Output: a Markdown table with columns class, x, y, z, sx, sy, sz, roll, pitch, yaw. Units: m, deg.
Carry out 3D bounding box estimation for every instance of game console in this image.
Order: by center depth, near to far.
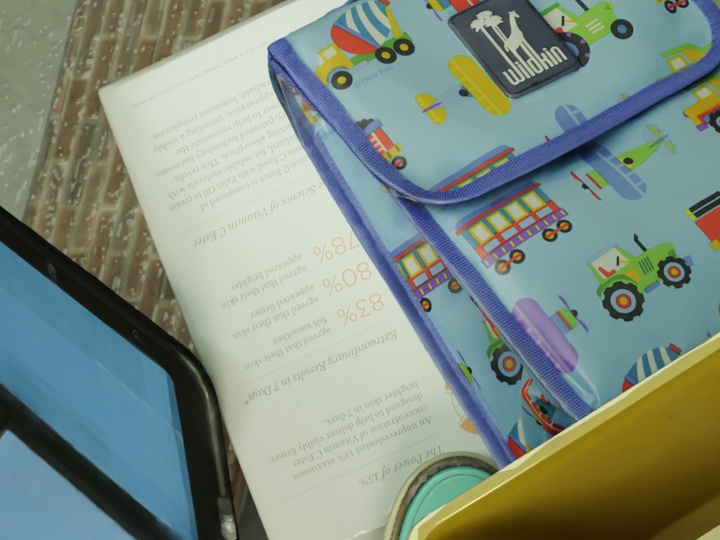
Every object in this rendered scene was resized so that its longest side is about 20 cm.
| class | x | y | z | sx | sy | sz | roll | pitch | yaw |
| --- | --- | --- | --- | --- | --- | --- | --- | --- | --- |
| game console | -0.142 | 0.086 | 1.032 | 0.200 | 0.116 | 0.176 | 34 | 86 | 40 |

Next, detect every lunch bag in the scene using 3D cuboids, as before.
| class | x | y | z | sx | sy | sz | roll | pitch | yaw |
| --- | --- | --- | --- | --- | --- | --- | --- | --- | --- |
| lunch bag | 0.070 | -0.043 | 0.919 | 0.150 | 0.094 | 0.200 | -31 | 75 | -20 |

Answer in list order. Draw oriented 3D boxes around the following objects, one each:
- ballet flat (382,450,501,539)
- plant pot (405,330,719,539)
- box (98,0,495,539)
| class | x | y | z | sx | sy | sz | roll | pitch | yaw |
| --- | --- | --- | --- | --- | --- | --- | --- | --- | --- |
| ballet flat | 0.044 | 0.165 | 0.941 | 0.069 | 0.069 | 0.201 | -8 | 90 | 20 |
| plant pot | 0.161 | 0.122 | 0.855 | 0.199 | 0.176 | 0.201 | -33 | 79 | 9 |
| box | 0.000 | 0.000 | 1.000 | 0.124 | 0.097 | 0.201 | -23 | 81 | 13 |
